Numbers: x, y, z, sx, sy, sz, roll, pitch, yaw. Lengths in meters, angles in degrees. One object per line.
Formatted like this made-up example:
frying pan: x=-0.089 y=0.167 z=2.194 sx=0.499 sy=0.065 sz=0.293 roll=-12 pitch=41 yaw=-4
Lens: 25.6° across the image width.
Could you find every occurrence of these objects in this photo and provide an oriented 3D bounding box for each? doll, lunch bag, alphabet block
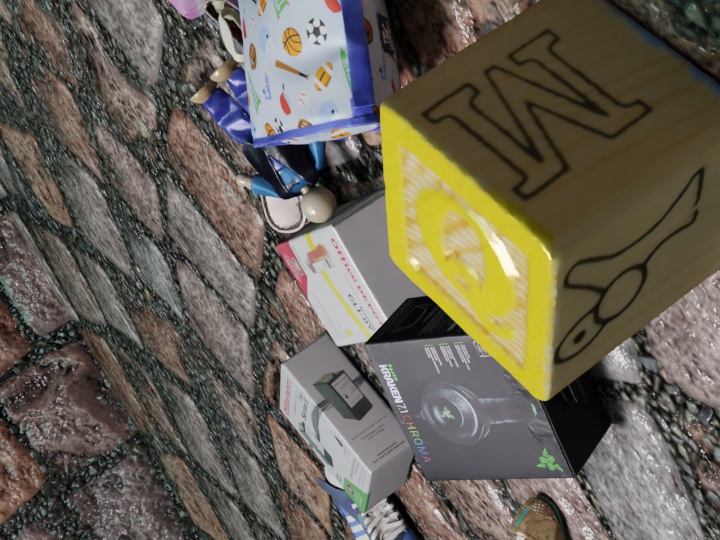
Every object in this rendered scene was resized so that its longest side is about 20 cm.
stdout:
doll: x=-0.098 y=-0.134 z=1.740 sx=0.200 sy=0.048 sz=0.136 roll=48 pitch=126 yaw=-3
lunch bag: x=-0.031 y=-0.205 z=1.466 sx=0.200 sy=0.123 sz=0.172 roll=176 pitch=86 yaw=-71
alphabet block: x=0.151 y=-0.062 z=1.210 sx=0.196 sy=0.199 sz=0.196 roll=43 pitch=155 yaw=32

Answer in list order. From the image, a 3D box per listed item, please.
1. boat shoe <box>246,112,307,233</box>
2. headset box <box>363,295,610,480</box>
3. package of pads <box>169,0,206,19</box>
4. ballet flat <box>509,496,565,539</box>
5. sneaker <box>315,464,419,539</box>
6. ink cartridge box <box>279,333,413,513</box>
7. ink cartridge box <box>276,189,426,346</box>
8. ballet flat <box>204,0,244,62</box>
boat shoe: x=-0.091 y=-0.147 z=1.802 sx=0.071 sy=0.068 sz=0.202 roll=3 pitch=114 yaw=12
headset box: x=0.132 y=0.114 z=1.581 sx=0.199 sy=0.093 sz=0.175 roll=-7 pitch=117 yaw=40
package of pads: x=-0.221 y=-0.387 z=1.743 sx=0.200 sy=0.075 sz=0.121 roll=51 pitch=156 yaw=16
ballet flat: x=0.218 y=0.354 z=1.856 sx=0.070 sy=0.065 sz=0.201 roll=20 pitch=139 yaw=57
sneaker: x=0.014 y=0.336 z=2.261 sx=0.200 sy=0.080 sz=0.147 roll=49 pitch=163 yaw=33
ink cartridge box: x=-0.021 y=0.207 z=2.148 sx=0.200 sy=0.084 sz=0.146 roll=49 pitch=158 yaw=21
ink cartridge box: x=0.000 y=0.000 z=1.800 sx=0.146 sy=0.083 sz=0.200 roll=59 pitch=159 yaw=-6
ballet flat: x=-0.099 y=-0.232 z=1.697 sx=0.200 sy=0.071 sz=0.069 roll=47 pitch=145 yaw=23
